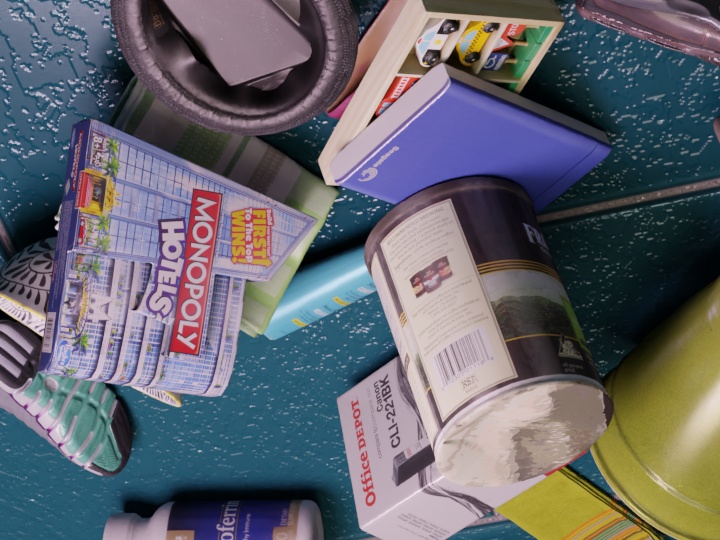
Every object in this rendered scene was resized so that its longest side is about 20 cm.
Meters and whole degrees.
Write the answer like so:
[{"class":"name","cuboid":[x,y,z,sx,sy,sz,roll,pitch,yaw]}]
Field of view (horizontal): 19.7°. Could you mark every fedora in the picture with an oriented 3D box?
[{"class":"fedora","cuboid":[-0.092,-0.205,1.581,0.199,0.092,0.201,2,128,3]}]

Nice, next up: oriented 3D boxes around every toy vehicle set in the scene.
[{"class":"toy vehicle set","cuboid":[0.060,-0.138,1.608,0.124,0.027,0.200,-1,143,-28]}]

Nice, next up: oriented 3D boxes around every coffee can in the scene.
[{"class":"coffee can","cuboid":[0.099,0.049,1.643,0.146,0.201,0.147,-13,147,-9]}]

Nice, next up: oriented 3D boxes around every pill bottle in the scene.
[{"class":"pill bottle","cuboid":[-0.137,0.274,1.946,0.199,0.116,0.116,-2,128,5]}]

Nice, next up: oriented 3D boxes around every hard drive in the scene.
[{"class":"hard drive","cuboid":[0.090,-0.090,1.644,0.200,0.025,0.132,17,133,-44]}]

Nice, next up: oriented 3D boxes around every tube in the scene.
[{"class":"tube","cuboid":[0.000,0.000,1.761,0.199,0.077,0.051,-24,83,22]}]

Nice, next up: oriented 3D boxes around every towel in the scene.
[{"class":"towel","cuboid":[-0.131,-0.052,1.694,0.200,0.031,0.150,30,88,-19]},{"class":"towel","cuboid":[0.188,0.228,1.948,0.200,0.018,0.086,36,122,-21]}]

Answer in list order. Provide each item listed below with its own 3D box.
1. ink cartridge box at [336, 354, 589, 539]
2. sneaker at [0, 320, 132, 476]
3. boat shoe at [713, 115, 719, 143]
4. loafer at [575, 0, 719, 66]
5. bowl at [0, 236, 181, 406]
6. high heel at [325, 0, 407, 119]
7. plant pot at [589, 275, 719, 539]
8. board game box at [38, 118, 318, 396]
[{"class":"ink cartridge box","cuboid":[0.083,0.132,1.790,0.200,0.145,0.084,-37,135,28]},{"class":"sneaker","cuboid":[-0.290,0.113,1.878,0.087,0.075,0.200,-3,138,44]},{"class":"boat shoe","cuboid":[0.358,-0.073,1.673,0.073,0.075,0.200,-38,126,18]},{"class":"loafer","cuboid":[0.260,-0.194,1.588,0.199,0.072,0.063,19,147,-3]},{"class":"bowl","cuboid":[-0.215,0.026,1.750,0.200,0.201,0.094,34,80,-21]},{"class":"high heel","cuboid":[0.018,-0.190,1.596,0.096,0.068,0.201,-6,132,-4]},{"class":"plant pot","cuboid":[0.314,0.093,1.700,0.199,0.201,0.193,17,135,-9]},{"class":"board game box","cuboid":[-0.140,-0.004,1.644,0.199,0.062,0.201,9,86,-22]}]
